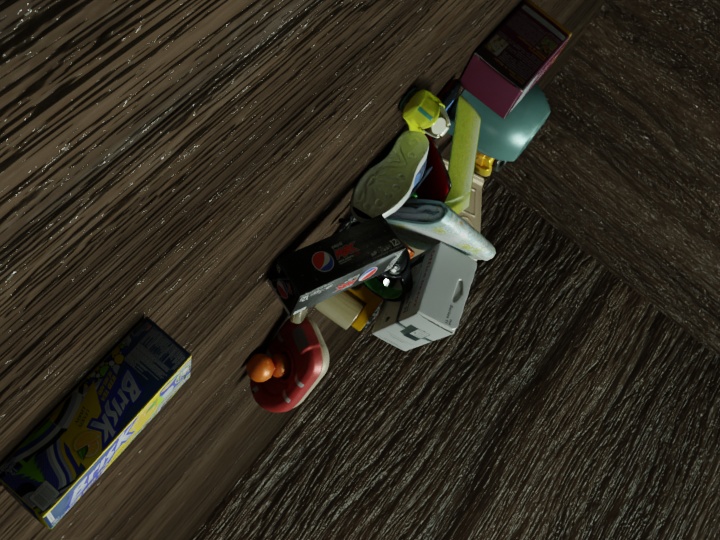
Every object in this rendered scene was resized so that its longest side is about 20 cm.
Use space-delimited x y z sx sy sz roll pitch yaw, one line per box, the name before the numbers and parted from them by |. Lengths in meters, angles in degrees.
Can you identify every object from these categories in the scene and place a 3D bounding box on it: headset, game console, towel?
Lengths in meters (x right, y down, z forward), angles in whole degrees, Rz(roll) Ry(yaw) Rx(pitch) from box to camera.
headset | 0.017 -0.020 1.503 0.094 0.122 0.202 -45 133 -30
game console | 0.148 -0.209 1.568 0.173 0.118 0.200 -50 174 -17
towel | 0.121 -0.077 1.558 0.170 0.198 0.049 29 78 -45

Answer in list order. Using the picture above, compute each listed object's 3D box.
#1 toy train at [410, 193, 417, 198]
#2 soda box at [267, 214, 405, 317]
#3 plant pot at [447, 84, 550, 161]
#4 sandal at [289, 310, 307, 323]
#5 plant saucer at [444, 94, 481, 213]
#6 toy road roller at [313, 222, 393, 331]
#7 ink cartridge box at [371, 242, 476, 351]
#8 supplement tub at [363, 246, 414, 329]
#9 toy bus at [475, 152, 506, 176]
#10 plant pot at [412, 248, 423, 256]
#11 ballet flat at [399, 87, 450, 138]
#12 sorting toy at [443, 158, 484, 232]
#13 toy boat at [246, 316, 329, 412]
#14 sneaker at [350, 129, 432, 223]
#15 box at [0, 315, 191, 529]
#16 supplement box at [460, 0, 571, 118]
toy train | 0.140 -0.153 1.840 0.198 0.056 0.042 -10 112 -38
soda box | -0.035 -0.010 1.296 0.198 0.071 0.064 -24 160 -32
plant pot | 0.290 -0.322 1.798 0.201 0.160 0.201 -51 175 -7
sandal | -0.063 0.017 1.566 0.202 0.054 0.080 -61 172 18
plant saucer | 0.191 -0.203 1.642 0.200 0.047 0.203 38 61 -83
toy road roller | 0.000 0.000 1.679 0.201 0.122 0.146 -54 -175 13
ink cartridge box | 0.113 0.050 1.589 0.200 0.082 0.148 -31 -145 63
supplement tub | 0.019 0.013 1.865 0.201 0.122 0.122 -53 174 7
toy bus | 0.307 -0.347 2.009 0.200 0.135 0.193 -47 160 -17
plant pot | 0.127 -0.057 2.037 0.177 0.200 0.200 -39 -178 35
ballet flat | 0.105 -0.233 1.342 0.067 0.067 0.200 -53 174 10
sorting toy | 0.200 -0.133 1.948 0.036 0.183 0.204 -7 -109 49
toy boat | -0.155 0.179 1.634 0.129 0.132 0.201 0 140 -39
sneaker | 0.043 -0.123 1.440 0.201 0.080 0.147 -55 172 -27
box | -0.252 0.145 0.847 0.200 0.064 0.070 -49 173 -27
supplement box | 0.282 -0.386 1.598 0.200 0.110 0.086 -48 174 -31
